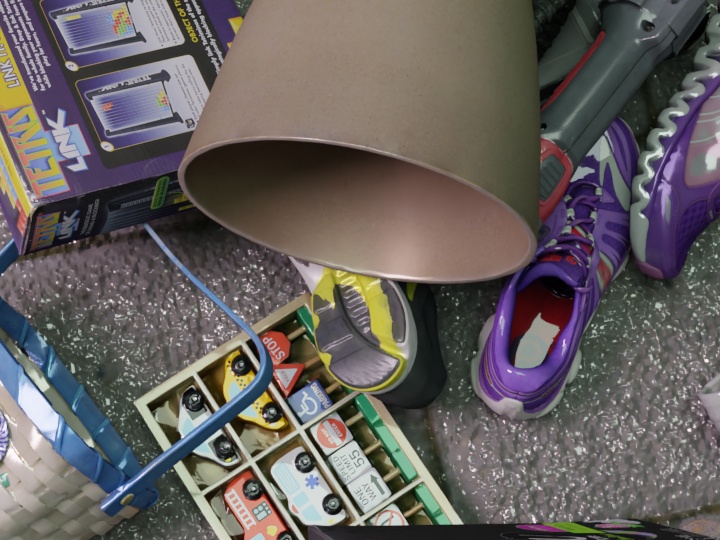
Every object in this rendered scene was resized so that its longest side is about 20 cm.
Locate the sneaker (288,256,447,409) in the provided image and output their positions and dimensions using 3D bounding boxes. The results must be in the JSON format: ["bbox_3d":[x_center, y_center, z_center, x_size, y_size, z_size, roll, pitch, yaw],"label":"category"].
[{"bbox_3d":[0.000,0.000,1.004,0.074,0.085,0.201,-23,53,17],"label":"sneaker"}]

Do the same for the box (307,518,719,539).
[{"bbox_3d":[0.078,0.199,0.885,0.198,0.149,0.126,0,86,-10],"label":"box"}]

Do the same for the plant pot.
[{"bbox_3d":[0.018,-0.120,0.875,0.185,0.187,0.202,12,73,1],"label":"plant pot"}]

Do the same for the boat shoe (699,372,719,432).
[{"bbox_3d":[0.276,0.019,1.000,0.202,0.075,0.086,-44,97,-6],"label":"boat shoe"}]

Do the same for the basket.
[{"bbox_3d":[-0.167,0.063,0.932,0.200,0.139,0.176,-43,65,-8],"label":"basket"}]

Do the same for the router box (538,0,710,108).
[{"bbox_3d":[0.108,-0.204,1.064,0.149,0.062,0.201,-24,77,-9],"label":"router box"}]

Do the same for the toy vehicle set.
[{"bbox_3d":[-0.028,0.128,0.985,0.124,0.027,0.201,-33,78,-11],"label":"toy vehicle set"}]

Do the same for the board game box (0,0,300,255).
[{"bbox_3d":[-0.149,-0.123,0.956,0.164,0.057,0.201,-16,68,-25],"label":"board game box"}]

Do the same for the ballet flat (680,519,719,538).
[{"bbox_3d":[0.220,0.236,0.943,0.067,0.067,0.202,-10,75,-5],"label":"ballet flat"}]

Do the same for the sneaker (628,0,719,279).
[{"bbox_3d":[0.230,-0.081,1.016,0.088,0.081,0.201,23,74,22],"label":"sneaker"}]

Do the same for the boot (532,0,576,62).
[{"bbox_3d":[0.078,-0.225,0.993,0.157,0.079,0.212,28,87,13],"label":"boot"}]

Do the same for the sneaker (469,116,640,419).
[{"bbox_3d":[0.126,-0.008,1.000,0.080,0.084,0.202,17,74,2],"label":"sneaker"}]

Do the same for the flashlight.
[{"bbox_3d":[0.121,-0.095,0.976,0.067,0.068,0.201,34,75,14],"label":"flashlight"}]
